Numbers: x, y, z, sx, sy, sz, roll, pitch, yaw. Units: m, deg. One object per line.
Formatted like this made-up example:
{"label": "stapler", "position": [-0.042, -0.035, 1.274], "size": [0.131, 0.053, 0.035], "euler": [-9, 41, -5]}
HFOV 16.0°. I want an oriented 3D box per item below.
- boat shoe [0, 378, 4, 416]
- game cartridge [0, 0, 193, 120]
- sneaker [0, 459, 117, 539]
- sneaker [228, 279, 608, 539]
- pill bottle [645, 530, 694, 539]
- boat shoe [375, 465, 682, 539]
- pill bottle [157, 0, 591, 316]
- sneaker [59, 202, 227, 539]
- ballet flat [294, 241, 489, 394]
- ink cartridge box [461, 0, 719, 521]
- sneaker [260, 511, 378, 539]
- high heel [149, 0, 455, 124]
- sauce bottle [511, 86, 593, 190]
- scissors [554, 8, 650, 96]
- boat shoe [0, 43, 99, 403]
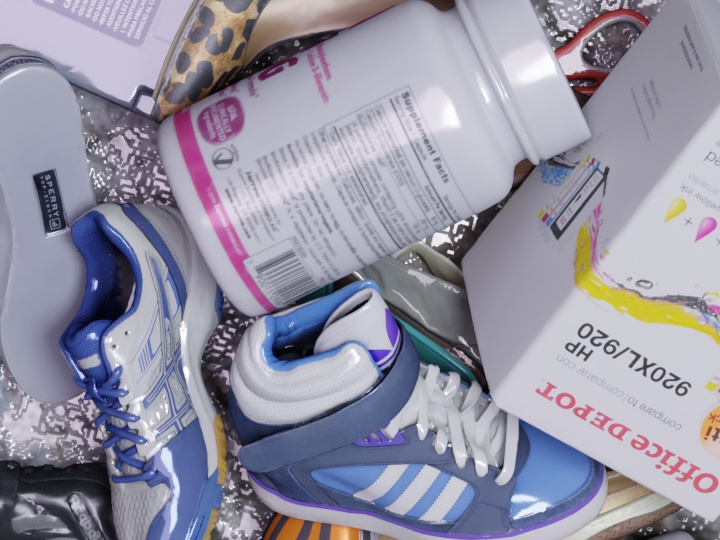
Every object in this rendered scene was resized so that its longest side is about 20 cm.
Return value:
{"label": "boat shoe", "position": [-0.261, 0.005, 1.390], "size": [0.062, 0.072, 0.200], "euler": [-31, 83, 14]}
{"label": "game cartridge", "position": [-0.129, -0.198, 1.392], "size": [0.133, 0.041, 0.201], "euler": [24, 92, -5]}
{"label": "sneaker", "position": [-0.168, 0.130, 1.395], "size": [0.200, 0.076, 0.088], "euler": [37, 82, -9]}
{"label": "sneaker", "position": [0.030, 0.071, 1.314], "size": [0.199, 0.147, 0.081], "euler": [5, 49, 6]}
{"label": "pill bottle", "position": [0.102, 0.222, 1.374], "size": [0.199, 0.112, 0.113], "euler": [-19, 92, 1]}
{"label": "boat shoe", "position": [0.087, 0.128, 1.395], "size": [0.199, 0.072, 0.076], "euler": [-21, 81, 0]}
{"label": "pill bottle", "position": [0.008, -0.067, 1.295], "size": [0.199, 0.113, 0.114], "euler": [-25, 92, 6]}
{"label": "sneaker", "position": [-0.123, 0.062, 1.337], "size": [0.075, 0.088, 0.201], "euler": [-15, 70, 41]}
{"label": "ballet flat", "position": [0.000, 0.000, 1.394], "size": [0.200, 0.067, 0.064], "euler": [32, 63, 4]}
{"label": "ink cartridge box", "position": [0.170, -0.008, 1.299], "size": [0.147, 0.145, 0.200], "euler": [29, 113, -18]}
{"label": "sneaker", "position": [-0.062, 0.194, 1.361], "size": [0.077, 0.112, 0.201], "euler": [15, 86, 43]}
{"label": "high heel", "position": [-0.011, -0.126, 1.357], "size": [0.142, 0.071, 0.200], "euler": [34, 68, 3]}
{"label": "sauce bottle", "position": [0.072, -0.072, 1.378], "size": [0.199, 0.065, 0.065], "euler": [-1, 92, 4]}
{"label": "scissors", "position": [0.074, -0.099, 1.409], "size": [0.199, 0.014, 0.073], "euler": [-7, 95, -2]}
{"label": "boat shoe", "position": [-0.178, -0.027, 1.383], "size": [0.071, 0.070, 0.201], "euler": [-16, 118, -17]}
